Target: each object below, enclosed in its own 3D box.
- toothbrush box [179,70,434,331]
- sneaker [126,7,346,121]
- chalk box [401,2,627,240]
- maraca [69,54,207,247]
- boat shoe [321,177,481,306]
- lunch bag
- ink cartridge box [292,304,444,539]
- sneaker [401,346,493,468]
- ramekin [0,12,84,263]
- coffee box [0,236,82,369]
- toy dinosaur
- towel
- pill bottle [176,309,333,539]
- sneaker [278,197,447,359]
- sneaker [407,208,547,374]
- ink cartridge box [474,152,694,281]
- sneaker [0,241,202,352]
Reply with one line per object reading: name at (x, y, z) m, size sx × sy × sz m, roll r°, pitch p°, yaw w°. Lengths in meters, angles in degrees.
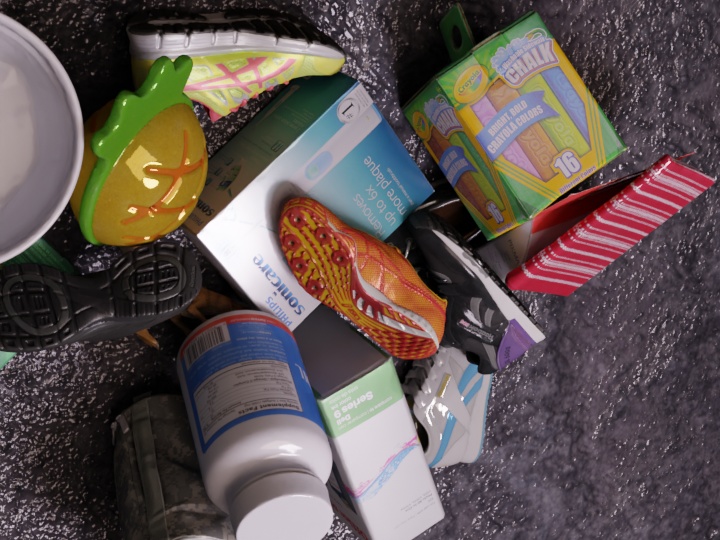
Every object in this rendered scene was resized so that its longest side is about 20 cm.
toothbrush box at (-0.055, -0.066, 1.254) m, size 0.200 × 0.085 × 0.147 m, roll -43°, pitch 126°, yaw -8°
sneaker at (-0.108, -0.174, 1.192) m, size 0.199 × 0.078 × 0.091 m, roll -3°, pitch 118°, yaw -23°
chalk box at (0.127, -0.151, 1.285) m, size 0.123 × 0.124 × 0.201 m, roll -35°, pitch 90°, yaw -14°
maraca at (-0.178, -0.093, 1.106) m, size 0.137 × 0.107 × 0.200 m, roll -52°, pitch 170°, yaw -31°
boat shoe at (0.038, -0.025, 1.339) m, size 0.199 × 0.068 × 0.072 m, roll -30°, pitch 123°, yaw -16°
lunch bag at (-0.148, 0.221, 1.238) m, size 0.139 × 0.201 × 0.168 m, roll -28°, pitch 131°, yaw 7°
ink cartridge box at (-0.009, 0.154, 1.332) m, size 0.087 × 0.145 × 0.201 m, roll -31°, pitch 122°, yaw -17°
sneaker at (0.084, 0.112, 1.417) m, size 0.080 × 0.076 × 0.202 m, roll -7°, pitch 110°, yaw -23°
ramekin at (-0.315, -0.101, 1.044) m, size 0.199 × 0.105 × 0.202 m, roll -2°, pitch 97°, yaw -18°
coffee box at (-0.340, 0.036, 1.147) m, size 0.200 × 0.044 × 0.123 m, roll -46°, pitch 126°, yaw -8°
toy dinosaur at (-0.184, 0.007, 1.236) m, size 0.200 × 0.060 × 0.107 m, roll 42°, pitch 71°, yaw -24°
towel at (0.240, -0.040, 1.333) m, size 0.200 × 0.023 × 0.144 m, roll -40°, pitch 159°, yaw 22°
pill bottle at (-0.087, 0.139, 1.173) m, size 0.111 × 0.201 × 0.113 m, roll -11°, pitch 136°, yaw -11°
sneaker at (0.000, 0.000, 1.233) m, size 0.073 × 0.077 × 0.200 m, roll -24°, pitch 125°, yaw 33°
sneaker at (0.094, 0.030, 1.310) m, size 0.087 × 0.076 × 0.200 m, roll -41°, pitch 122°, yaw 5°
ink cartridge box at (0.222, -0.047, 1.361) m, size 0.160 × 0.200 × 0.050 m, roll -20°, pitch 86°, yaw -27°
sneaker at (-0.230, 0.034, 1.141) m, size 0.198 × 0.091 × 0.077 m, roll -7°, pitch 73°, yaw -10°
